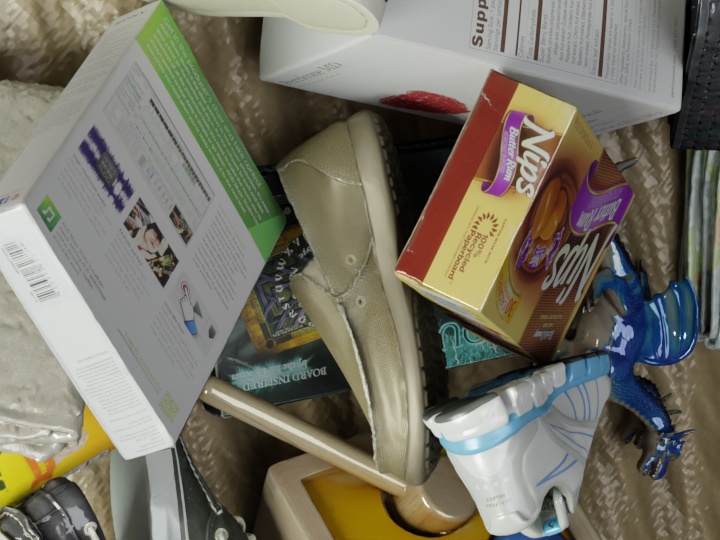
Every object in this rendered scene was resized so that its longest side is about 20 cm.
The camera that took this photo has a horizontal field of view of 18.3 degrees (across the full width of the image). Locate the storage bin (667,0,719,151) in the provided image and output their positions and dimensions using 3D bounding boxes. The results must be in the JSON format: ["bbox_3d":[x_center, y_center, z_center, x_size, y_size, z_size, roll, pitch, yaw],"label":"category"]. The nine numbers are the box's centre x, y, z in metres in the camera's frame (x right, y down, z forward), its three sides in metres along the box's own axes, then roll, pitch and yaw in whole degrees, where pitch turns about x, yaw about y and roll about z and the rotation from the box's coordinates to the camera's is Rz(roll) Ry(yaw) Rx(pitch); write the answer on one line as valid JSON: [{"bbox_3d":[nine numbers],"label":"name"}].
[{"bbox_3d":[0.225,-0.157,1.241,0.093,0.200,0.136,3,72,5],"label":"storage bin"}]

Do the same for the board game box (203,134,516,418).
[{"bbox_3d":[0.000,0.000,1.277,0.199,0.028,0.136,-10,107,-27],"label":"board game box"}]

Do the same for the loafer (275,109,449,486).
[{"bbox_3d":[0.001,0.018,1.195,0.067,0.076,0.201,-11,85,12],"label":"loafer"}]

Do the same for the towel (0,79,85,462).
[{"bbox_3d":[-0.194,-0.006,1.095,0.132,0.035,0.201,7,64,-10],"label":"towel"}]

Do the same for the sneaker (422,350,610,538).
[{"bbox_3d":[0.092,0.096,1.198,0.200,0.075,0.087,-18,89,-65],"label":"sneaker"}]

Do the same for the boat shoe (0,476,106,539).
[{"bbox_3d":[-0.143,0.178,1.169,0.060,0.074,0.200,-41,141,-18],"label":"boat shoe"}]

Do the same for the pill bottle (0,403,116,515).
[{"bbox_3d":[-0.190,0.066,1.143,0.199,0.109,0.110,-30,115,-19],"label":"pill bottle"}]

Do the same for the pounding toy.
[{"bbox_3d":[0.024,0.149,1.243,0.183,0.200,0.143,-17,148,-24],"label":"pounding toy"}]

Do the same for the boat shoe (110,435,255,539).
[{"bbox_3d":[-0.089,0.162,1.213,0.063,0.071,0.201,-7,76,-25],"label":"boat shoe"}]

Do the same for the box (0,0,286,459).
[{"bbox_3d":[-0.107,-0.024,1.105,0.145,0.036,0.200,61,30,-24],"label":"box"}]

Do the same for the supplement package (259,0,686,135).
[{"bbox_3d":[0.062,-0.150,1.205,0.199,0.121,0.121,10,79,-29],"label":"supplement package"}]

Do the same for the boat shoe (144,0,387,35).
[{"bbox_3d":[-0.066,-0.165,1.118,0.072,0.199,0.060,37,71,-54],"label":"boat shoe"}]

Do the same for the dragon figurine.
[{"bbox_3d":[0.165,0.027,1.355,0.099,0.059,0.201,1,103,-29],"label":"dragon figurine"}]

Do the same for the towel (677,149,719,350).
[{"bbox_3d":[0.289,-0.043,1.414,0.199,0.048,0.172,-7,109,-27],"label":"towel"}]

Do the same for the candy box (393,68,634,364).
[{"bbox_3d":[0.087,-0.022,1.207,0.117,0.056,0.200,-64,160,-4],"label":"candy box"}]
